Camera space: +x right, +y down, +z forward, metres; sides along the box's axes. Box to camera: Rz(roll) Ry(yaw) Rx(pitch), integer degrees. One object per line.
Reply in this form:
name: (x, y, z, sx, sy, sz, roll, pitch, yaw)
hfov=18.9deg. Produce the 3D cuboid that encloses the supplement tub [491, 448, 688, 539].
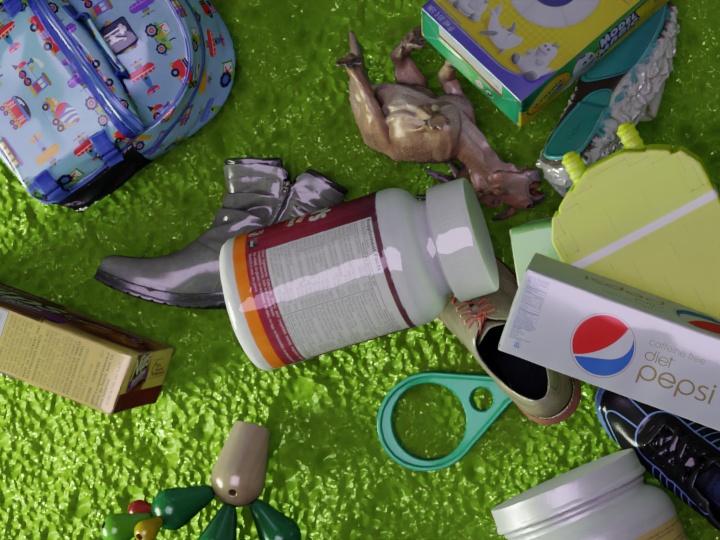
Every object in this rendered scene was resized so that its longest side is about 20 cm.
supplement tub: (0.196, 0.254, 1.669, 0.145, 0.145, 0.201, -25, 86, 12)

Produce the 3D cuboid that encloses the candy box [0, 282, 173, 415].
candy box: (-0.267, 0.057, 1.781, 0.199, 0.117, 0.057, 21, 96, 12)

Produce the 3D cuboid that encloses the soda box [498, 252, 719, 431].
soda box: (0.202, 0.054, 1.519, 0.199, 0.068, 0.064, 21, 104, 6)

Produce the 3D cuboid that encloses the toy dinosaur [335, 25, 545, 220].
toy dinosaur: (0.045, -0.111, 1.732, 0.199, 0.136, 0.086, 32, 56, 30)

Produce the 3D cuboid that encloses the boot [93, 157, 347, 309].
boot: (-0.113, -0.031, 1.778, 0.198, 0.068, 0.132, 7, 88, 5)

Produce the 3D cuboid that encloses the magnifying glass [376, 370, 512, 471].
magnifying glass: (0.106, 0.101, 1.750, 0.199, 0.022, 0.080, -24, 86, 14)

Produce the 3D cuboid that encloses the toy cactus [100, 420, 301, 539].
toy cactus: (-0.106, 0.210, 1.775, 0.199, 0.102, 0.166, 13, 75, 14)

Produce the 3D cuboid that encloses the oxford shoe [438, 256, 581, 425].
oxford shoe: (0.101, 0.032, 1.710, 0.070, 0.075, 0.200, -43, 70, 4)

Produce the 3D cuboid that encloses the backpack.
backpack: (-0.211, -0.167, 1.756, 0.199, 0.135, 0.183, -31, 86, 9)

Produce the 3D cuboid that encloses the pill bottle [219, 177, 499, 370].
pill bottle: (0.000, 0.000, 1.671, 0.199, 0.110, 0.110, -17, 88, 11)

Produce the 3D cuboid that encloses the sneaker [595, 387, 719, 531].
sneaker: (0.267, 0.149, 1.684, 0.199, 0.078, 0.070, 35, 98, 9)

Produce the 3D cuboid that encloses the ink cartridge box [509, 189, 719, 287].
ink cartridge box: (0.225, -0.011, 1.654, 0.199, 0.145, 0.085, -9, 91, 13)

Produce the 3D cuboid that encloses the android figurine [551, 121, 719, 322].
android figurine: (0.216, -0.007, 1.560, 0.181, 0.041, 0.201, -30, 93, 14)

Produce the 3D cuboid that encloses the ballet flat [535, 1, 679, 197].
ballet flat: (0.197, -0.125, 1.676, 0.071, 0.072, 0.200, 28, 58, 10)

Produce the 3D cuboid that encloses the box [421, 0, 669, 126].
box: (0.157, -0.217, 1.675, 0.200, 0.048, 0.117, -40, 70, -16)
